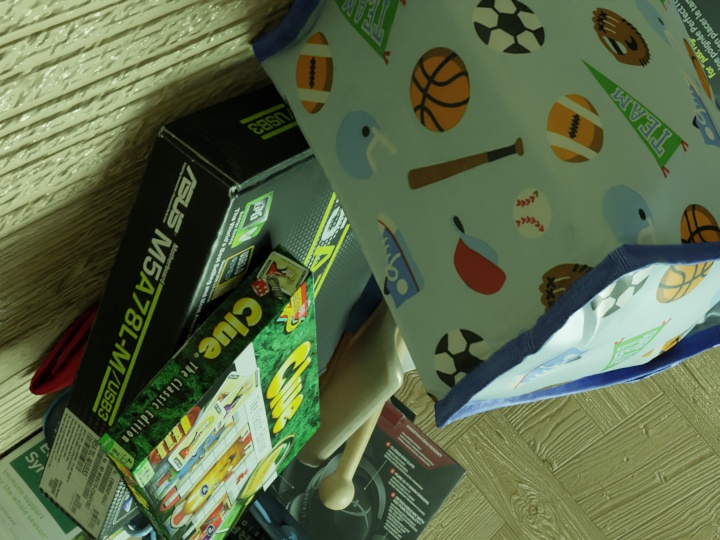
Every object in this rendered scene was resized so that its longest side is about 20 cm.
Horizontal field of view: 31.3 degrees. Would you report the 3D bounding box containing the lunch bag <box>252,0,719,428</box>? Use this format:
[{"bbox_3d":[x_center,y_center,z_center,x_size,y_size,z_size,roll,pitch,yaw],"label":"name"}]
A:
[{"bbox_3d":[0.082,-0.046,0.493,0.199,0.171,0.124,-9,155,-44],"label":"lunch bag"}]

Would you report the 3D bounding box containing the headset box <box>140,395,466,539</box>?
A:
[{"bbox_3d":[-0.034,0.159,0.905,0.200,0.149,0.077,-50,-179,-25],"label":"headset box"}]

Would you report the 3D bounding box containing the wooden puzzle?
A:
[{"bbox_3d":[0.000,0.000,0.786,0.185,0.046,0.202,128,-21,-60],"label":"wooden puzzle"}]

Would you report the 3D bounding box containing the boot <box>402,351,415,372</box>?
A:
[{"bbox_3d":[0.017,0.030,0.961,0.200,0.072,0.091,129,-17,-66],"label":"boot"}]

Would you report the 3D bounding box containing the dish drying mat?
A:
[{"bbox_3d":[-0.097,0.013,0.709,0.077,0.018,0.200,-47,172,32],"label":"dish drying mat"}]

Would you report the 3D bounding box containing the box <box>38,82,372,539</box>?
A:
[{"bbox_3d":[-0.046,0.002,0.581,0.193,0.047,0.201,-30,152,-53],"label":"box"}]

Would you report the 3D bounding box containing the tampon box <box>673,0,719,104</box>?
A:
[{"bbox_3d":[0.153,-0.100,0.671,0.200,0.150,0.126,-40,-159,5],"label":"tampon box"}]

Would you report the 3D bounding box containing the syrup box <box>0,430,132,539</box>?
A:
[{"bbox_3d":[-0.205,0.159,0.778,0.199,0.079,0.082,-36,171,-38],"label":"syrup box"}]

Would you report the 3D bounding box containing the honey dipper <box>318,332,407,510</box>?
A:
[{"bbox_3d":[0.019,0.054,0.796,0.038,0.038,0.202,18,97,-82],"label":"honey dipper"}]

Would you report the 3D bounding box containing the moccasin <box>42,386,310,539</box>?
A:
[{"bbox_3d":[-0.093,0.132,0.749,0.081,0.199,0.068,-54,-156,1],"label":"moccasin"}]

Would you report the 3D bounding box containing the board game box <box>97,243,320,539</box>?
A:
[{"bbox_3d":[-0.058,0.071,0.572,0.105,0.023,0.200,-51,166,-19],"label":"board game box"}]
